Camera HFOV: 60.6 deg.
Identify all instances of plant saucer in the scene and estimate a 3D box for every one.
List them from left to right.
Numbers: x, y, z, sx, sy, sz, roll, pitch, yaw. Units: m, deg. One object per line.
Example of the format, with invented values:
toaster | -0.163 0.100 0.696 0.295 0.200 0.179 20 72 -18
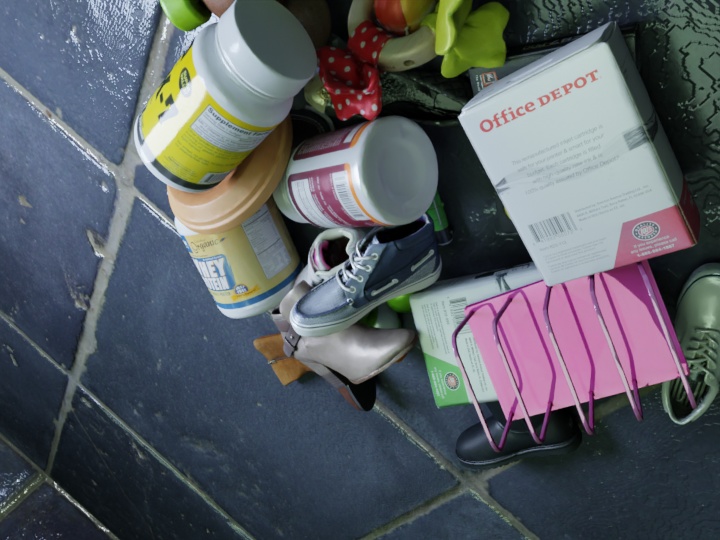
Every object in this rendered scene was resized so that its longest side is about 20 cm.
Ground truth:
plant saucer | -0.172 -0.144 0.764 0.198 0.203 0.037 -1 160 34

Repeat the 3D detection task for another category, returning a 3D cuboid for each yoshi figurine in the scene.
yoshi figurine | 0.042 0.062 0.869 0.111 0.113 0.202 12 127 6

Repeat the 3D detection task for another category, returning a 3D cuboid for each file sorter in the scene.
file sorter | 0.208 0.084 0.617 0.198 0.125 0.140 -22 92 24

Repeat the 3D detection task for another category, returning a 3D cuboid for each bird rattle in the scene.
bird rattle | 0.044 -0.241 0.615 0.198 0.165 0.112 -14 154 33

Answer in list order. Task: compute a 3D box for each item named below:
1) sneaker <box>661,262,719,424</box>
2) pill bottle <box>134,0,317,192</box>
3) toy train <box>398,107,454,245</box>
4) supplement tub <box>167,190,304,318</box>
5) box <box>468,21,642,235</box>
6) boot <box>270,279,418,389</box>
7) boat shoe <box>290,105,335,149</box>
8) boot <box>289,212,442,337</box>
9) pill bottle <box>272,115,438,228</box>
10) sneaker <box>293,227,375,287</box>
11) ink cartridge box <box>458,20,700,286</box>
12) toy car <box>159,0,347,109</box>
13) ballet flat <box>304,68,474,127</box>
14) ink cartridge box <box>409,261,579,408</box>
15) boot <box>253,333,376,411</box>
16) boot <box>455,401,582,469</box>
sneaker | 0.380 0.089 0.680 0.072 0.071 0.202 10 127 28
pill bottle | -0.139 -0.175 0.629 0.199 0.114 0.115 -32 102 40
toy train | 0.067 -0.112 0.765 0.056 0.042 0.202 -10 116 26
supplement tub | -0.179 -0.049 0.898 0.143 0.145 0.202 -5 119 36
box | 0.211 -0.136 0.643 0.159 0.049 0.202 -1 121 29
boot | -0.035 0.074 0.795 0.147 0.070 0.200 50 132 -4
boat shoe | -0.128 -0.182 0.824 0.198 0.060 0.075 11 123 26
boot | 0.000 0.000 0.722 0.073 0.198 0.091 56 169 42
pill bottle | -0.015 -0.107 0.716 0.199 0.114 0.115 3 126 53
sneaker | -0.038 -0.012 0.821 0.200 0.088 0.082 -38 57 39
ink cartridge box | 0.207 -0.103 0.579 0.146 0.083 0.201 -19 111 38
toy car | -0.085 -0.275 0.680 0.163 0.159 0.201 -17 129 23
ballet flat | 0.033 -0.195 0.677 0.197 0.057 0.067 5 114 8
ink cartridge box | 0.176 0.073 0.742 0.198 0.083 0.148 -12 96 25
boot | -0.083 0.175 1.054 0.199 0.069 0.189 -28 104 44
boot | 0.193 0.192 0.874 0.199 0.077 0.169 -20 113 34
